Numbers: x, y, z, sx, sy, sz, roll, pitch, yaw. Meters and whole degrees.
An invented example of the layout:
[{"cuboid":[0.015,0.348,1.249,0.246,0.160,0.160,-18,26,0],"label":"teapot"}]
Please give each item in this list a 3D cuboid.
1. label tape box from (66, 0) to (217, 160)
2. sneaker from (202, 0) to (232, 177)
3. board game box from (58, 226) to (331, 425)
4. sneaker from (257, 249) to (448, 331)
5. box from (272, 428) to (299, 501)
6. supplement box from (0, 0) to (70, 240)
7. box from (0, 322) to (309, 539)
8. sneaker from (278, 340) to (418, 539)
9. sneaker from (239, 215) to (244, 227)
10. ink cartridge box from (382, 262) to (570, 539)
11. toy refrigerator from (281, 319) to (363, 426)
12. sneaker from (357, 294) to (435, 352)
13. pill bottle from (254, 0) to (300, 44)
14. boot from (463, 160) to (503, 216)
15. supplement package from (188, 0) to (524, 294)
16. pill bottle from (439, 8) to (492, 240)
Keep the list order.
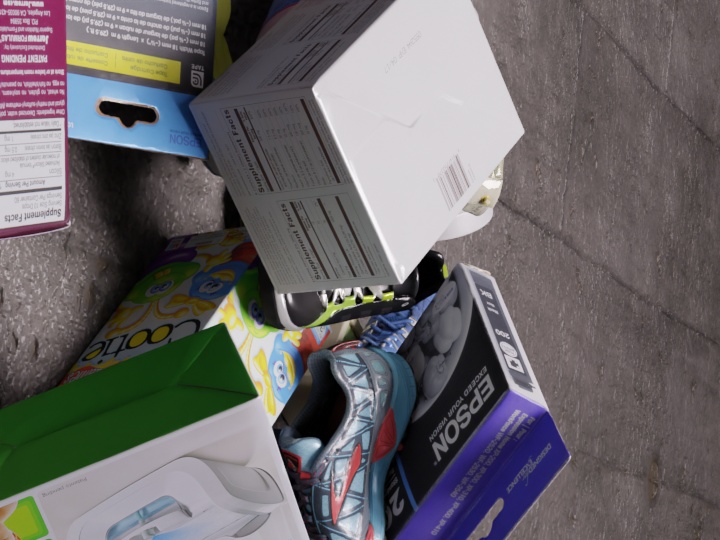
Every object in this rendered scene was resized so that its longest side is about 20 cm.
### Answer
[{"cuboid":[-0.166,-0.179,1.376,0.144,0.063,0.201,7,85,-43],"label":"label tape box"},{"cuboid":[-0.138,-0.141,1.510,0.105,0.076,0.201,-37,128,-36],"label":"sneaker"},{"cuboid":[-0.119,0.067,1.491,0.103,0.105,0.200,65,34,-27],"label":"board game box"},{"cuboid":[0.000,0.000,1.521,0.200,0.083,0.072,-9,90,-60],"label":"sneaker"},{"cuboid":[-0.072,0.219,1.622,0.200,0.104,0.149,45,52,-58],"label":"box"},{"cuboid":[-0.244,-0.121,1.185,0.103,0.130,0.201,-12,104,-65],"label":"supplement box"},{"cuboid":[-0.145,0.157,1.338,0.097,0.199,0.177,-121,-167,-55],"label":"box"},{"cuboid":[-0.030,0.148,1.514,0.095,0.079,0.201,21,78,-40],"label":"sneaker"},{"cuboid":[-0.074,-0.033,1.651,0.085,0.074,0.201,56,34,-44],"label":"sneaker"},{"cuboid":[0.060,0.131,1.523,0.043,0.198,0.200,18,31,-28],"label":"ink cartridge box"},{"cuboid":[-0.013,0.117,1.782,0.200,0.070,0.076,64,36,-46],"label":"toy refrigerator"},{"cuboid":[0.029,0.072,1.704,0.077,0.075,0.201,64,34,-48],"label":"sneaker"},{"cuboid":[-0.026,-0.173,1.627,0.200,0.108,0.109,-75,157,-60],"label":"pill bottle"},{"cuboid":[0.039,-0.064,1.770,0.154,0.072,0.201,17,89,-28],"label":"boot"},{"cuboid":[0.002,-0.104,1.440,0.200,0.111,0.156,-49,124,-43],"label":"supplement package"},{"cuboid":[0.061,-0.135,1.866,0.116,0.115,0.201,-49,136,-54],"label":"pill bottle"}]
